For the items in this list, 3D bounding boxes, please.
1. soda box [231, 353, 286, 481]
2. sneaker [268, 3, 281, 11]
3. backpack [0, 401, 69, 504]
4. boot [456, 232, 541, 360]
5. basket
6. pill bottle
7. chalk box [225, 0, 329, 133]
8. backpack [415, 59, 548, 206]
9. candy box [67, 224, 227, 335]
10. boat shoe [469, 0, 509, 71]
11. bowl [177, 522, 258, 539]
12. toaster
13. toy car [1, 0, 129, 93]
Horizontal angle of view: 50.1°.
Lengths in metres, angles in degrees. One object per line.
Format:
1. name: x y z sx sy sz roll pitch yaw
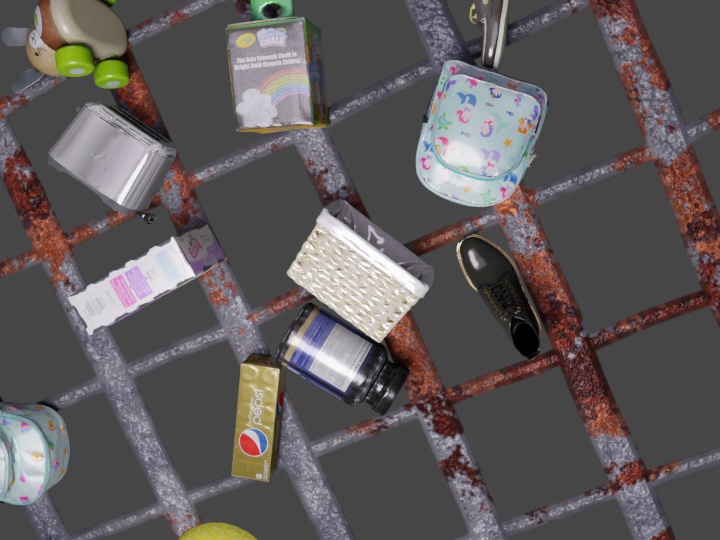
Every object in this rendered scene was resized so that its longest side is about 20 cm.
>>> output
1. soda box: -0.170 0.246 1.298 0.068 0.064 0.200 7 100 7
2. sneaker: -0.158 -0.504 1.179 0.085 0.078 0.200 -35 102 5
3. backpack: -0.616 0.317 1.329 0.200 0.153 0.176 1 94 1
4. boot: 0.218 0.036 1.174 0.077 0.138 0.200 -37 91 12
5. basket: 0.000 0.000 1.202 0.200 0.136 0.123 38 106 0
6. pill bottle: -0.027 0.146 1.238 0.200 0.112 0.112 31 102 1
7. chalk box: -0.125 -0.315 1.174 0.124 0.124 0.200 -3 98 9
8. backpack: 0.173 -0.195 1.145 0.177 0.151 0.200 20 106 3
9. candy box: -0.333 0.011 1.230 0.200 0.168 0.072 -29 95 11
10. boat shoe: 0.193 -0.398 1.145 0.061 0.072 0.201 6 93 11
11. bowl: -0.257 0.555 1.338 0.200 0.108 0.200 1 99 8
12. toaster: -0.387 -0.180 1.235 0.200 0.114 0.129 35 100 3
13. toy car: -0.486 -0.360 1.211 0.200 0.158 0.164 -12 85 21
